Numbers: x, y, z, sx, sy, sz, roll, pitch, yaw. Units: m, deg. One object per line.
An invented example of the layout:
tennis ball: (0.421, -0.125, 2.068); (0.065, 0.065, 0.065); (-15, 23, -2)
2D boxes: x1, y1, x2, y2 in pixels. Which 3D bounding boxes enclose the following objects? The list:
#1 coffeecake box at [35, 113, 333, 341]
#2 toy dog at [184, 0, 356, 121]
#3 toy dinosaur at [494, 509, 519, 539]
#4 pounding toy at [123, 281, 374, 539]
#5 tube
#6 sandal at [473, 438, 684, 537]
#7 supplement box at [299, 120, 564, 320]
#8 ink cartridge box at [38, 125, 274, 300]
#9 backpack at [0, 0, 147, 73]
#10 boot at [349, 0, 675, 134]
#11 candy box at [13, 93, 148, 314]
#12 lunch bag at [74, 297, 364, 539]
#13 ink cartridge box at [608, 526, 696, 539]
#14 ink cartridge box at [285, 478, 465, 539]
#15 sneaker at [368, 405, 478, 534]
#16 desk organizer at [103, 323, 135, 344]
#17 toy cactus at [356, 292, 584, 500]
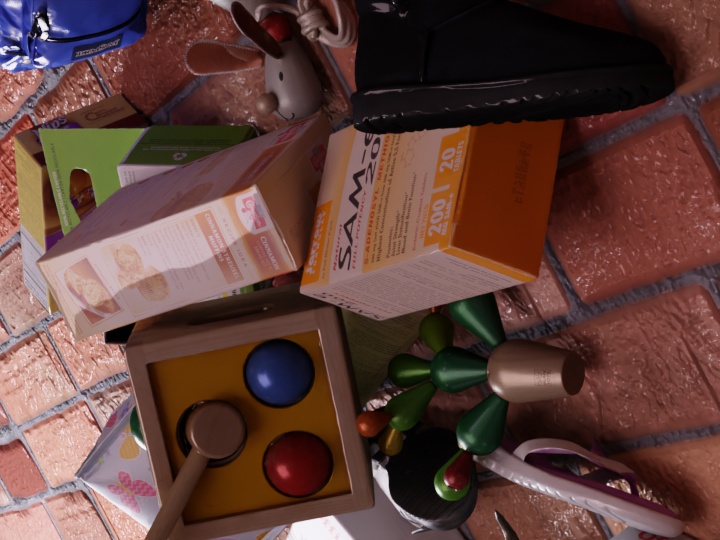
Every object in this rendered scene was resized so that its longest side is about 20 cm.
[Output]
coffeecake box: (-0.121, -0.034, 1.240); (0.200, 0.154, 0.073); (-18, 107, 26)
toy dog: (-0.105, -0.203, 1.225); (0.200, 0.096, 0.132); (53, 149, 13)
toy dinosaur: (0.156, 0.266, 1.218); (0.200, 0.102, 0.077); (57, 149, 5)
pounding toy: (-0.098, 0.126, 1.209); (0.142, 0.199, 0.185); (-96, -5, -77)
tube: (0.004, 0.065, 1.334); (0.052, 0.058, 0.200); (67, 154, 24)
sandal: (0.151, 0.141, 1.170); (0.202, 0.082, 0.050); (16, 85, 52)
supplement box: (0.044, -0.047, 1.096); (0.200, 0.073, 0.126); (-19, 57, 59)
ink cartridge box: (-0.182, -0.043, 1.396); (0.199, 0.076, 0.148); (1, 122, 15)
backpack: (-0.252, -0.246, 1.325); (0.200, 0.162, 0.168); (114, 136, -60)
boot: (0.082, -0.174, 0.974); (0.200, 0.076, 0.169); (-4, 85, 15)
candy box: (-0.264, -0.061, 1.559); (0.056, 0.117, 0.200); (46, 147, 29)
lunch bag: (-0.111, 0.138, 1.349); (0.170, 0.127, 0.200); (40, 118, -9)
ink cartridge box: (0.179, 0.262, 1.088); (0.146, 0.200, 0.084); (19, 127, 49)
ink cartridge box: (0.008, 0.268, 1.459); (0.146, 0.086, 0.200); (48, 149, 20)
sneaker: (0.060, 0.174, 1.307); (0.089, 0.074, 0.200); (55, 174, -19)
desk organizer: (-0.206, -0.023, 1.519); (0.200, 0.072, 0.077); (98, 171, -46)
toy cactus: (0.078, 0.067, 1.166); (0.165, 0.102, 0.201); (-1, 85, 40)
